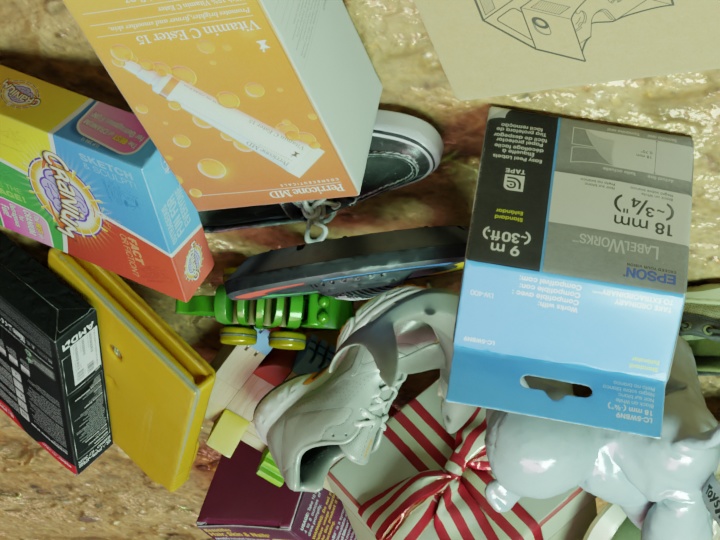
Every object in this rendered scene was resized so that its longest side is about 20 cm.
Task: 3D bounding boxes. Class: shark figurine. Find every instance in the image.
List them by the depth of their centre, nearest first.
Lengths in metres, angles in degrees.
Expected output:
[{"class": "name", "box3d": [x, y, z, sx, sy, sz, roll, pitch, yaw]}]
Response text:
[{"class": "shark figurine", "box3d": [0.072, 0.052, 1.106, 0.089, 0.129, 0.214, 27, 177, 30]}]

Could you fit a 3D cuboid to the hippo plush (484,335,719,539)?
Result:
[{"class": "hippo plush", "box3d": [0.164, 0.138, 1.063, 0.158, 0.200, 0.162, -2, 107, -1]}]

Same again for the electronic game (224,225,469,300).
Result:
[{"class": "electronic game", "box3d": [0.000, 0.000, 1.099, 0.197, 0.042, 0.200, -8, 177, 0]}]

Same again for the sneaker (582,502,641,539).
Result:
[{"class": "sneaker", "box3d": [0.208, 0.269, 1.213, 0.089, 0.067, 0.202, 33, 135, 22]}]

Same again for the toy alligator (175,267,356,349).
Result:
[{"class": "toy alligator", "box3d": [-0.048, 0.031, 1.204, 0.197, 0.060, 0.054, 5, 173, -4]}]

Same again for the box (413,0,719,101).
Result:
[{"class": "box", "box3d": [0.129, -0.173, 0.917, 0.197, 0.021, 0.164, -5, 141, 22]}]

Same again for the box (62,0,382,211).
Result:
[{"class": "box", "box3d": [-0.080, -0.141, 0.958, 0.123, 0.098, 0.201, -4, 142, 22]}]

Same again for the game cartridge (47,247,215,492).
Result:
[{"class": "game cartridge", "box3d": [-0.201, 0.085, 1.293, 0.176, 0.032, 0.201, 43, 149, 13]}]

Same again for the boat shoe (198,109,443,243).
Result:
[{"class": "boat shoe", "box3d": [-0.037, -0.062, 1.078, 0.197, 0.069, 0.074, -3, 142, 21]}]

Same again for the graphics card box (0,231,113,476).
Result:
[{"class": "graphics card box", "box3d": [-0.274, 0.073, 1.295, 0.125, 0.051, 0.201, 36, 148, 24]}]

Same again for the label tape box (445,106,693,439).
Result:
[{"class": "label tape box", "box3d": [0.139, -0.004, 0.990, 0.142, 0.202, 0.064, 9, 144, 4]}]

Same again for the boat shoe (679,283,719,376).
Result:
[{"class": "boat shoe", "box3d": [0.234, 0.053, 1.156, 0.198, 0.067, 0.072, -6, 142, 24]}]

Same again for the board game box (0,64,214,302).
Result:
[{"class": "board game box", "box3d": [-0.210, -0.069, 1.093, 0.198, 0.041, 0.154, 21, 148, 22]}]

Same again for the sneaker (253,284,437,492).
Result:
[{"class": "sneaker", "box3d": [0.006, 0.099, 1.190, 0.200, 0.092, 0.075, -44, 136, 20]}]

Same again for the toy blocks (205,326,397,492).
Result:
[{"class": "toy blocks", "box3d": [-0.047, 0.100, 1.296, 0.199, 0.100, 0.137, 32, 128, -11]}]

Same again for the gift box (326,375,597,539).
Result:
[{"class": "gift box", "box3d": [0.104, 0.203, 1.259, 0.199, 0.184, 0.188, 37, 160, 33]}]

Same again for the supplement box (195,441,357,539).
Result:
[{"class": "supplement box", "box3d": [-0.037, 0.245, 1.454, 0.130, 0.104, 0.200, -5, 143, 41]}]

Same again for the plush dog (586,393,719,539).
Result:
[{"class": "plush dog", "box3d": [0.248, 0.164, 1.259, 0.171, 0.161, 0.200, 40, 142, 5]}]
